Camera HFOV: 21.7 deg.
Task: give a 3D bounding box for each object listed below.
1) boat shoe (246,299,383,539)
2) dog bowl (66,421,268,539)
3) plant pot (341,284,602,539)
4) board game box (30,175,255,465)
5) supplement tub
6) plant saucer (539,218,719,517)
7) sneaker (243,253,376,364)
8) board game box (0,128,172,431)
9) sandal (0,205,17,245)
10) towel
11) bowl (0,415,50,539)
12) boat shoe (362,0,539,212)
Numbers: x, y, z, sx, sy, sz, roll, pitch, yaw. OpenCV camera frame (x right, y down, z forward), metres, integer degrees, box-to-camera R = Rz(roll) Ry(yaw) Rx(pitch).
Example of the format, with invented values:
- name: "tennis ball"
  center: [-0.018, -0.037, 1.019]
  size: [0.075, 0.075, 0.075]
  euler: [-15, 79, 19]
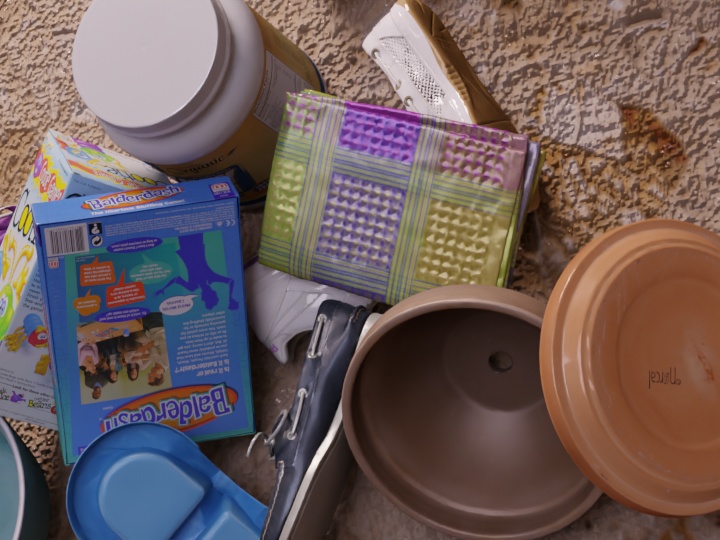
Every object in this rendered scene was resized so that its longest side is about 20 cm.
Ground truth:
- name: "boat shoe"
  center: [-0.037, 0.117, 1.376]
  size: [0.061, 0.075, 0.202]
  euler: [16, 81, 18]
- name: "dog bowl"
  center: [-0.129, 0.193, 1.403]
  size: [0.200, 0.050, 0.112]
  euler: [41, 90, -8]
- name: "plant pot"
  center: [0.093, 0.087, 1.339]
  size: [0.199, 0.093, 0.203]
  euler: [8, 121, 14]
- name: "board game box"
  center: [-0.161, 0.038, 1.409]
  size: [0.150, 0.045, 0.202]
  euler: [-8, 115, -13]
- name: "supplement tub"
  center: [-0.120, -0.139, 1.447]
  size: [0.143, 0.200, 0.146]
  euler: [-6, 75, 21]
- name: "plant saucer"
  center: [0.213, 0.064, 1.263]
  size: [0.032, 0.198, 0.203]
  euler: [156, 120, -63]
- name: "sneaker"
  center: [0.000, 0.000, 1.445]
  size: [0.199, 0.075, 0.100]
  euler: [-29, 85, 15]
- name: "board game box"
  center: [-0.225, 0.011, 1.462]
  size: [0.202, 0.104, 0.103]
  euler: [-65, 27, 14]
- name: "sandal"
  center: [-0.301, -0.017, 1.575]
  size: [0.201, 0.050, 0.083]
  euler: [-28, 68, 15]
- name: "towel"
  center: [0.028, -0.046, 1.385]
  size: [0.198, 0.023, 0.145]
  euler: [13, 99, 12]
- name: "bowl"
  center: [-0.328, 0.194, 1.504]
  size: [0.199, 0.105, 0.203]
  euler: [-5, 76, 21]
- name: "boat shoe"
  center: [0.067, -0.114, 1.440]
  size: [0.069, 0.071, 0.201]
  euler: [-39, 66, 23]
